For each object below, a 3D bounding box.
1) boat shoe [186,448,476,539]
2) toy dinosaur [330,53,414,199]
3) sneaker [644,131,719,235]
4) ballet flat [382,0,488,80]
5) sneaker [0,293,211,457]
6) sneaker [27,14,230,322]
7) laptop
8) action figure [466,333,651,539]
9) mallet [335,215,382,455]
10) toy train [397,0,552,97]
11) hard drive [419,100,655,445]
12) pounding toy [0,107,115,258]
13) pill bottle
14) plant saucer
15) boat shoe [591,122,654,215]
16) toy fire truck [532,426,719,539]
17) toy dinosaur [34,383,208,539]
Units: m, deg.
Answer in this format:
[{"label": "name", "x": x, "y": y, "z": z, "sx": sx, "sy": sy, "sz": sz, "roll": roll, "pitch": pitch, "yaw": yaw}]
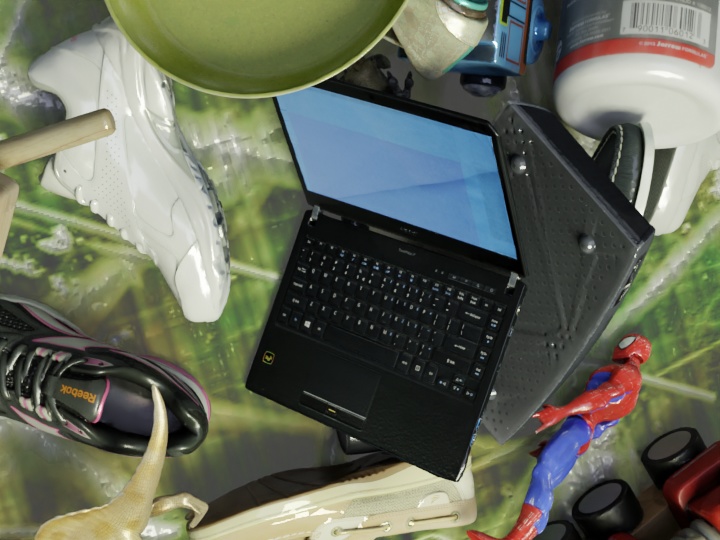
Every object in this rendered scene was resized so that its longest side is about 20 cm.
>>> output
[{"label": "boat shoe", "x": -0.015, "y": 0.163, "z": 0.932, "sx": 0.198, "sy": 0.072, "sz": 0.066, "roll": -12, "pitch": 96, "yaw": -20}, {"label": "toy dinosaur", "x": 0.024, "y": -0.088, "z": 0.914, "sx": 0.047, "sy": 0.088, "sz": 0.201, "roll": -33, "pitch": 101, "yaw": -1}, {"label": "sneaker", "x": 0.265, "y": -0.109, "z": 0.989, "sx": 0.115, "sy": 0.074, "sz": 0.202, "roll": 17, "pitch": 88, "yaw": -13}, {"label": "ballet flat", "x": -0.005, "y": -0.193, "z": 0.848, "sx": 0.200, "sy": 0.067, "sz": 0.062, "roll": 51, "pitch": 122, "yaw": 22}, {"label": "sneaker", "x": -0.180, "y": 0.066, "z": 0.868, "sx": 0.198, "sy": 0.086, "sz": 0.081, "roll": 14, "pitch": 88, "yaw": -16}, {"label": "sneaker", "x": -0.146, "y": -0.055, "z": 0.885, "sx": 0.099, "sy": 0.078, "sz": 0.202, "roll": -21, "pitch": 97, "yaw": 0}, {"label": "laptop", "x": 0.000, "y": 0.000, "z": 0.856, "sx": 0.103, "sy": 0.176, "sz": 0.202, "roll": 19, "pitch": 90, "yaw": -55}, {"label": "action figure", "x": 0.141, "y": 0.118, "z": 0.972, "sx": 0.052, "sy": 0.066, "sz": 0.200, "roll": 34, "pitch": 66, "yaw": 24}, {"label": "mallet", "x": 0.014, "y": 0.021, "z": 0.948, "sx": 0.065, "sy": 0.041, "sz": 0.202, "roll": -2, "pitch": 91, "yaw": -13}, {"label": "toy train", "x": 0.081, "y": -0.214, "z": 0.900, "sx": 0.086, "sy": 0.114, "sz": 0.202, "roll": 8, "pitch": 92, "yaw": 22}, {"label": "hard drive", "x": 0.100, "y": 0.003, "z": 0.882, "sx": 0.042, "sy": 0.201, "sz": 0.135, "roll": -20, "pitch": 61, "yaw": -36}, {"label": "pounding toy", "x": -0.265, "y": -0.020, "z": 0.772, "sx": 0.183, "sy": 0.142, "sz": 0.201, "roll": 27, "pitch": 120, "yaw": 6}, {"label": "pill bottle", "x": 0.190, "y": -0.191, "z": 0.920, "sx": 0.115, "sy": 0.116, "sz": 0.202, "roll": 14, "pitch": 71, "yaw": -16}, {"label": "plant saucer", "x": -0.054, "y": -0.193, "z": 0.807, "sx": 0.198, "sy": 0.031, "sz": 0.202, "roll": -2, "pitch": 82, "yaw": 12}, {"label": "boat shoe", "x": 0.134, "y": -0.011, "z": 0.926, "sx": 0.060, "sy": 0.076, "sz": 0.201, "roll": 15, "pitch": 118, "yaw": -5}, {"label": "toy fire truck", "x": 0.209, "y": 0.186, "z": 0.927, "sx": 0.175, "sy": 0.200, "sz": 0.129, "roll": -33, "pitch": 102, "yaw": -11}, {"label": "toy dinosaur", "x": -0.142, "y": 0.157, "z": 0.855, "sx": 0.101, "sy": 0.059, "sz": 0.200, "roll": 21, "pitch": 128, "yaw": -35}]
